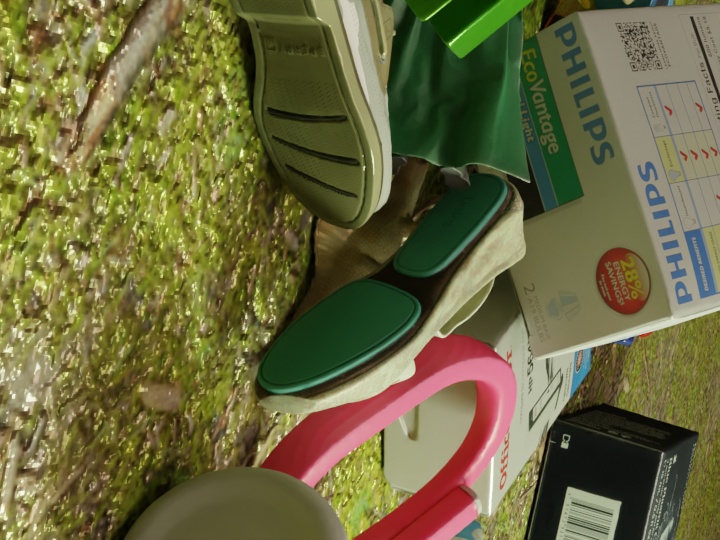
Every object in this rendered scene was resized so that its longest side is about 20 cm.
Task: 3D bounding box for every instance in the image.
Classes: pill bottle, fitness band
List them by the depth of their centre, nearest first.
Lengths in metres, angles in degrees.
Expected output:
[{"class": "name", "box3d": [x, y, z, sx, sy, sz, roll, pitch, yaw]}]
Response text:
[{"class": "pill bottle", "box3d": [-0.049, 0.203, 0.694, 0.116, 0.115, 0.201, -57, 150, -36]}, {"class": "fitness band", "box3d": [0.016, 0.122, 0.805, 0.200, 0.037, 0.144, -34, 136, -23]}]

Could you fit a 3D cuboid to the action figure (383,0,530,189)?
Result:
[{"class": "action figure", "box3d": [0.053, -0.148, 0.770, 0.055, 0.117, 0.201, 105, -3, -73]}]

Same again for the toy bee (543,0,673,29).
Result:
[{"class": "toy bee", "box3d": [0.191, -0.228, 1.032, 0.200, 0.109, 0.131, -49, 162, 0]}]

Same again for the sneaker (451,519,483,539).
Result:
[{"class": "sneaker", "box3d": [0.077, 0.275, 1.061, 0.201, 0.076, 0.081, 83, 29, -42]}]

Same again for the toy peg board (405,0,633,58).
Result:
[{"class": "toy peg board", "box3d": [0.018, -0.203, 0.596, 0.098, 0.200, 0.200, -36, 159, 12]}]

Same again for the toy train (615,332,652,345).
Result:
[{"class": "toy train", "box3d": [0.231, -0.041, 1.233, 0.116, 0.084, 0.201, 20, 84, -53]}]

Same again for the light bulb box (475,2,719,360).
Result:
[{"class": "light bulb box", "box3d": [0.190, -0.063, 0.900, 0.199, 0.125, 0.199, -12, 82, -41]}]

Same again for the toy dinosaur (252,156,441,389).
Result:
[{"class": "toy dinosaur", "box3d": [0.000, 0.000, 0.789, 0.200, 0.058, 0.101, -55, 134, -15]}]

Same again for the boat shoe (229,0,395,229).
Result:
[{"class": "boat shoe", "box3d": [-0.013, -0.109, 0.652, 0.068, 0.074, 0.201, -51, 146, -33]}]

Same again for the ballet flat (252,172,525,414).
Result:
[{"class": "ballet flat", "box3d": [0.027, 0.025, 0.737, 0.200, 0.067, 0.063, -41, 131, -25]}]

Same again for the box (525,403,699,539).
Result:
[{"class": "box", "box3d": [0.256, 0.252, 1.391, 0.200, 0.117, 0.198, 1, 102, -67]}]

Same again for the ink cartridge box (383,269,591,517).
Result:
[{"class": "ink cartridge box", "box3d": [0.097, 0.056, 0.971, 0.200, 0.084, 0.147, -46, 141, -49]}]
